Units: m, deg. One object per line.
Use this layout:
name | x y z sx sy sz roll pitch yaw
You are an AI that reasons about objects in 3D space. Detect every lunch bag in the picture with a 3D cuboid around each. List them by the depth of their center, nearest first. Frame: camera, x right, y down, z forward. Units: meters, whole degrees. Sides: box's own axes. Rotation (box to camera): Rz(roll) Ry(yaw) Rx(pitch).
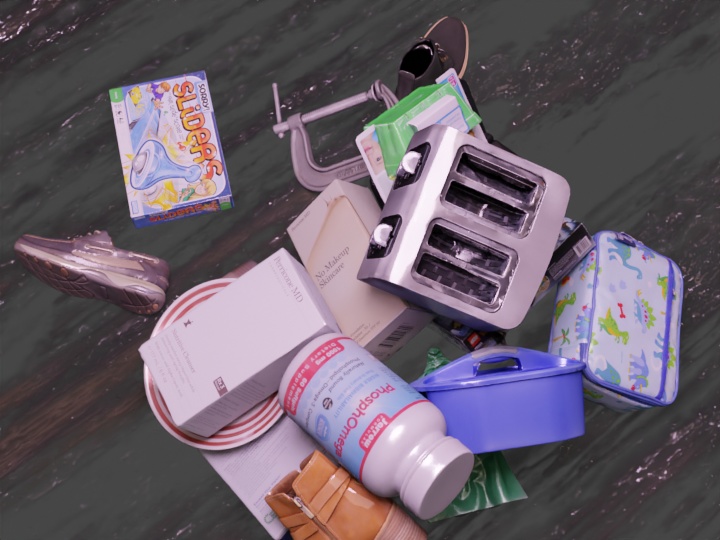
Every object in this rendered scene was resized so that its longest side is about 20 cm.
lunch bag | 0.314 0.062 1.187 0.160 0.082 0.201 24 65 -24

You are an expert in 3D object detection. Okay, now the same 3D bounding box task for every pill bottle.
pill bottle | 0.016 0.159 1.009 0.109 0.109 0.200 -43 57 -17

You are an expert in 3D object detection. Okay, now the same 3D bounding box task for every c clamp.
c clamp | -0.030 -0.194 1.306 0.199 0.027 0.172 -11 75 23

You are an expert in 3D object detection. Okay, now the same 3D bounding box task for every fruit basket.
fruit basket | 0.100 -0.116 1.186 0.185 0.094 0.201 -38 107 -29

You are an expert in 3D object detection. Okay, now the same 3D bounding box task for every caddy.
caddy | 0.152 0.136 1.080 0.198 0.141 0.106 -7 87 -9

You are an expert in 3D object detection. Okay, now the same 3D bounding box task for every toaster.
toaster | 0.115 -0.036 1.056 0.199 0.119 0.182 23 85 -6

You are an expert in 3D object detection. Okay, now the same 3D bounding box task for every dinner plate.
dinner plate | -0.159 0.108 1.149 0.199 0.024 0.202 -5 72 17

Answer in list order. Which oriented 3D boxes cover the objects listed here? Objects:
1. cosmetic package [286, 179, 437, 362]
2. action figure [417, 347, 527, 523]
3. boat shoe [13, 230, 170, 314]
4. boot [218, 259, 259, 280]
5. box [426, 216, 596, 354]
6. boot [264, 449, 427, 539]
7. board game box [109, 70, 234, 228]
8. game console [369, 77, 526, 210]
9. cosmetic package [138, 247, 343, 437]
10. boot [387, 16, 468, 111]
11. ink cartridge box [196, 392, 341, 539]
cosmetic package | 0.000 0.000 1.198 0.104 0.073 0.201 -44 58 25
action figure | 0.113 0.186 1.168 0.117 0.055 0.201 -12 71 -4
boat shoe | -0.333 -0.007 1.241 0.199 0.075 0.074 20 57 -2
boot | -0.122 0.087 1.206 0.199 0.070 0.147 35 77 14
box | 0.169 0.008 1.191 0.200 0.137 0.040 -44 116 -7
boot | -0.045 0.295 1.048 0.155 0.200 0.077 38 27 -6
board game box | -0.254 -0.165 1.322 0.134 0.035 0.201 -13 68 -7
game console | 0.134 -0.115 1.268 0.116 0.176 0.200 22 64 40
cosmetic package | -0.129 0.082 1.091 0.199 0.081 0.113 -37 65 5
boot | 0.101 -0.292 1.327 0.077 0.139 0.201 20 67 7
ink cartridge box | -0.087 0.171 1.138 0.200 0.041 0.200 -49 60 0
